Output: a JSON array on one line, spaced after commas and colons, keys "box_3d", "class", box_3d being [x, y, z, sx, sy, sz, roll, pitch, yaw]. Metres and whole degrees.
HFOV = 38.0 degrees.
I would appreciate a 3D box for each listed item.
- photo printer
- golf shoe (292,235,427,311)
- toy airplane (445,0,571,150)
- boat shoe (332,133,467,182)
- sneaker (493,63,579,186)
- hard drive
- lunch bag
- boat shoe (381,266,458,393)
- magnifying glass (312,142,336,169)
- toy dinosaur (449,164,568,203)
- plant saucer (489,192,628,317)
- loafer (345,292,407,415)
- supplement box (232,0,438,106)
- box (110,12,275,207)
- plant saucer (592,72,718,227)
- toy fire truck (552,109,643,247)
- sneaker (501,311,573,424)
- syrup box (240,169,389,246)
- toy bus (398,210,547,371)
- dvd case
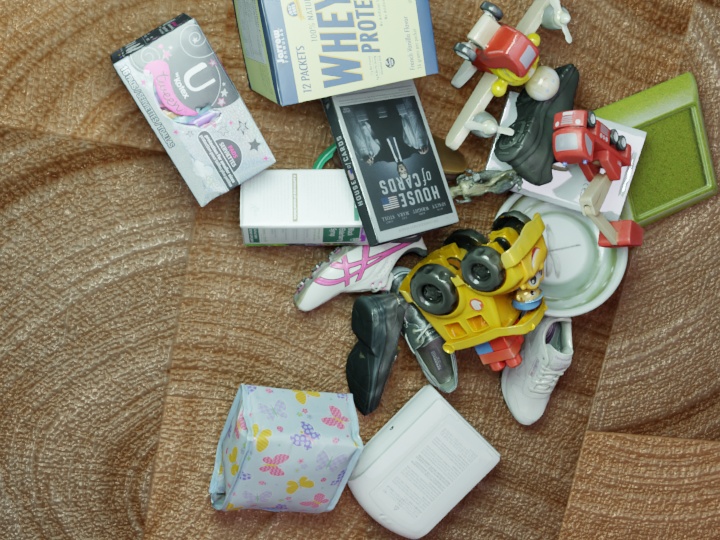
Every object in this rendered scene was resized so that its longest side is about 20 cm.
[{"box_3d": [0.086, 0.291, 1.545, 0.200, 0.069, 0.166, -46, 112, 0], "class": "photo printer"}, {"box_3d": [0.000, 0.000, 1.425, 0.200, 0.073, 0.092, -37, 90, -3], "class": "golf shoe"}, {"box_3d": [0.192, -0.266, 1.357, 0.141, 0.199, 0.200, 33, 137, 0], "class": "toy airplane"}, {"box_3d": [0.052, -0.151, 1.408, 0.199, 0.071, 0.070, 11, 136, -35], "class": "boat shoe"}, {"box_3d": [0.250, -0.195, 1.403, 0.091, 0.076, 0.200, 44, 61, -22], "class": "sneaker"}, {"box_3d": [0.284, -0.159, 1.467, 0.199, 0.025, 0.132, 16, 98, -2], "class": "hard drive"}, {"box_3d": [-0.110, 0.260, 1.448, 0.169, 0.127, 0.200, 7, 128, -19], "class": "lunch bag"}, {"box_3d": [0.096, 0.085, 1.490, 0.072, 0.071, 0.200, -31, 111, -6], "class": "boat shoe"}, {"box_3d": [-0.004, -0.178, 1.414, 0.079, 0.022, 0.201, 21, 96, -23], "class": "magnifying glass"}, {"box_3d": [0.183, -0.121, 1.419, 0.199, 0.088, 0.048, -15, 90, 10], "class": "toy dinosaur"}, {"box_3d": [0.281, -0.031, 1.503, 0.199, 0.050, 0.201, 0, 82, -4], "class": "plant saucer"}, {"box_3d": [0.027, 0.119, 1.467, 0.072, 0.073, 0.201, -14, 132, -28], "class": "loafer"}, {"box_3d": [-0.037, -0.296, 1.275, 0.199, 0.200, 0.135, -14, 109, -12], "class": "supplement box"}, {"box_3d": [-0.205, -0.201, 1.288, 0.115, 0.132, 0.200, -32, 112, -4], "class": "box"}, {"box_3d": [0.435, -0.163, 1.535, 0.199, 0.048, 0.201, -23, 110, -9], "class": "plant saucer"}, {"box_3d": [0.316, -0.117, 1.388, 0.200, 0.049, 0.142, 21, 71, -48], "class": "toy fire truck"}, {"box_3d": [0.263, 0.140, 1.540, 0.075, 0.100, 0.201, 2, 106, -19], "class": "sneaker"}, {"box_3d": [-0.054, -0.081, 1.360, 0.199, 0.079, 0.082, 0, 74, -3], "class": "syrup box"}, {"box_3d": [0.183, 0.039, 1.411, 0.192, 0.200, 0.136, 58, 42, -10], "class": "toy bus"}, {"box_3d": [0.039, -0.140, 1.324, 0.150, 0.025, 0.201, -16, 86, -41], "class": "dvd case"}]
